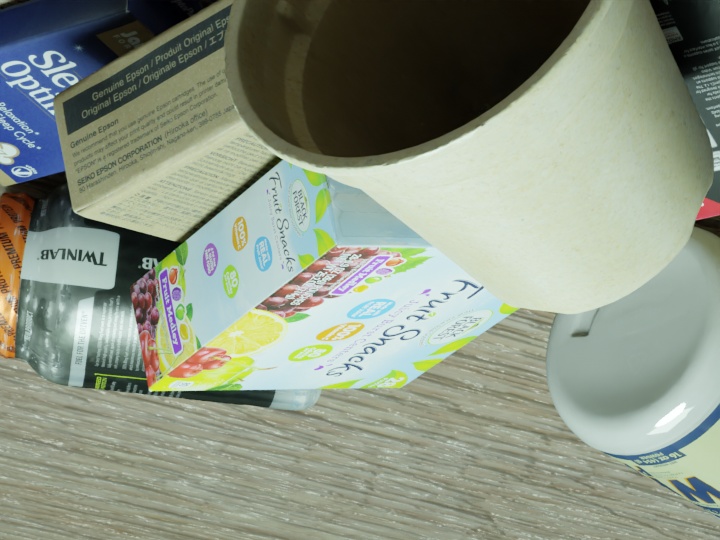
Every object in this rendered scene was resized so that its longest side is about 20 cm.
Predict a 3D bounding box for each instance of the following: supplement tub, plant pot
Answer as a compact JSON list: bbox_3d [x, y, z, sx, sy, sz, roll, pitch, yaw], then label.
[{"bbox_3d":[-0.117,0.013,1.575,0.200,0.123,0.123,6,150,-8],"label":"supplement tub"},{"bbox_3d":[0.224,0.072,1.626,0.145,0.145,0.200,-22,142,37],"label":"supplement tub"},{"bbox_3d":[0.069,-0.081,1.237,0.200,0.201,0.183,-14,142,27],"label":"plant pot"}]

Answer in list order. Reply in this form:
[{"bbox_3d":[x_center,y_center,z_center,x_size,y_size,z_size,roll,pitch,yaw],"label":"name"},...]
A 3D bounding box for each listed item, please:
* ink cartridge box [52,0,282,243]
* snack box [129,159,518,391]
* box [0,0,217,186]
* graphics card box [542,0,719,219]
[{"bbox_3d":[-0.033,-0.073,1.403,0.165,0.075,0.200,-27,154,31],"label":"ink cartridge box"},{"bbox_3d":[0.000,0.000,1.411,0.168,0.068,0.200,1,158,-35],"label":"snack box"},{"bbox_3d":[-0.148,-0.106,1.460,0.200,0.032,0.121,-14,146,26],"label":"box"},{"bbox_3d":[0.155,-0.115,1.326,0.125,0.051,0.200,-12,129,36],"label":"graphics card box"}]
